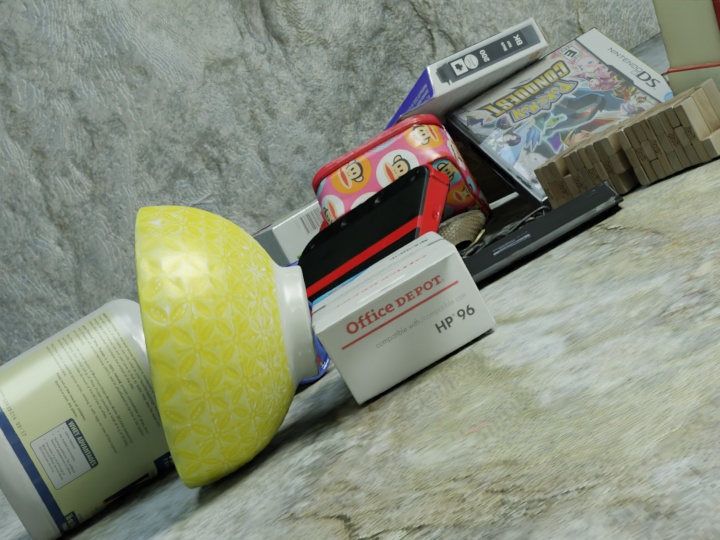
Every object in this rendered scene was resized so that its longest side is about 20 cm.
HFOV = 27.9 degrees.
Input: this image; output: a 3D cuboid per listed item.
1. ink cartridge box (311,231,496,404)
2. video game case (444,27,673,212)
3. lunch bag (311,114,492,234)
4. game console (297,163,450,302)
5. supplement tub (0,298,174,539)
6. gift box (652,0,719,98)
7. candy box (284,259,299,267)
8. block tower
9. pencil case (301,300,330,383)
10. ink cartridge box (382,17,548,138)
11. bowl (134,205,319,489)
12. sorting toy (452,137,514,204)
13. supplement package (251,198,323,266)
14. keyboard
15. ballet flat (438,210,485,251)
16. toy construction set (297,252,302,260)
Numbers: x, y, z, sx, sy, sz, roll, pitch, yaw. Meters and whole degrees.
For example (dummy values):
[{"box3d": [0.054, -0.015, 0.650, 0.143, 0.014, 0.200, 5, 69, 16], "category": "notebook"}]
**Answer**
[{"box3d": [0.028, 0.033, 1.052, 0.115, 0.068, 0.200, -31, 5, 1], "category": "ink cartridge box"}, {"box3d": [0.214, -0.157, 1.476, 0.199, 0.026, 0.181, -31, 45, -12], "category": "video game case"}, {"box3d": [0.036, -0.066, 1.518, 0.175, 0.082, 0.200, -30, -25, 7], "category": "lunch bag"}, {"box3d": [0.000, 0.000, 1.350, 0.199, 0.031, 0.178, -33, 32, 38], "category": "game console"}, {"box3d": [-0.216, 0.115, 1.200, 0.199, 0.146, 0.145, -31, 5, -15], "category": "supplement tub"}, {"box3d": [0.348, -0.245, 1.244, 0.199, 0.188, 0.184, -1, 27, 47], "category": "gift box"}, {"box3d": [-0.132, 0.069, 1.560, 0.169, 0.078, 0.199, -35, 8, -38], "category": "candy box"}, {"box3d": [0.240, -0.104, 1.259, 0.054, 0.058, 0.199, -34, 8, -36], "category": "block tower"}, {"box3d": [-0.099, 0.077, 1.297, 0.086, 0.079, 0.199, -16, -4, -33], "category": "pencil case"}, {"box3d": [0.085, -0.177, 1.566, 0.199, 0.044, 0.198, -28, -10, -24], "category": "ink cartridge box"}, {"box3d": [-0.088, 0.046, 1.031, 0.106, 0.203, 0.200, -10, 5, -2], "category": "bowl"}, {"box3d": [0.151, -0.127, 1.644, 0.199, 0.037, 0.185, -30, -24, 22], "category": "sorting toy"}, {"box3d": [-0.072, -0.025, 1.932, 0.113, 0.110, 0.200, -31, 5, -18], "category": "supplement package"}, {"box3d": [0.133, -0.021, 1.261, 0.199, 0.021, 0.127, -29, 11, 7], "category": "keyboard"}, {"box3d": [0.069, -0.013, 1.449, 0.067, 0.047, 0.199, -38, -6, 38], "category": "ballet flat"}, {"box3d": [-0.066, 0.014, 1.691, 0.198, 0.093, 0.131, -13, 13, 35], "category": "toy construction set"}]
